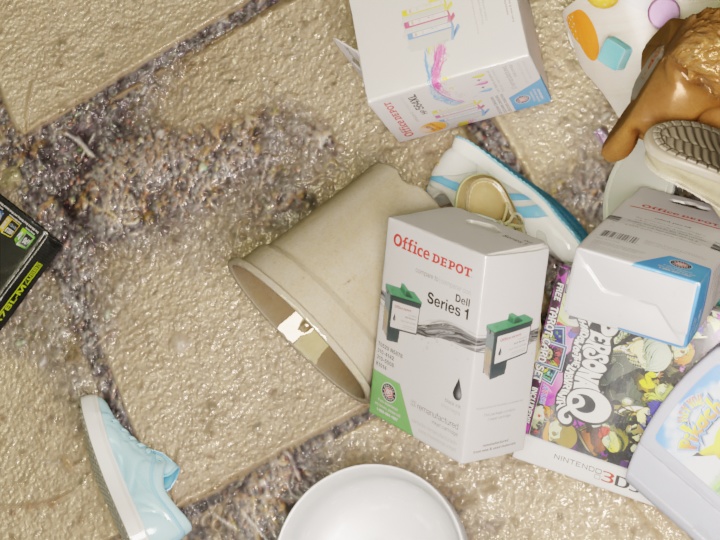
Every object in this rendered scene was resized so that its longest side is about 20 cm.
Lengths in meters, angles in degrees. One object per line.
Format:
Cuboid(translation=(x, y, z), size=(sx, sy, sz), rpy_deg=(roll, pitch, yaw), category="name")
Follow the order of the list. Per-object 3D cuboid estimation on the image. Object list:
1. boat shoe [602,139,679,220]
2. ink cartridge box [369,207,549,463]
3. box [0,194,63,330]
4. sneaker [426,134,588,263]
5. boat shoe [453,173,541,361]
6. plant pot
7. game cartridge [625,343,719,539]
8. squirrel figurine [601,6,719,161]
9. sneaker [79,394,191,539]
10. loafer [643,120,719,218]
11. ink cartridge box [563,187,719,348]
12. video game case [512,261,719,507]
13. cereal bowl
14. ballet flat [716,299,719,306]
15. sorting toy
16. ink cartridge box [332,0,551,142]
Cuboid(translation=(0.284, -0.039, 1.476), size=(0.073, 0.062, 0.201), rpy_deg=(0, 72, 35), category="boat shoe")
Cuboid(translation=(0.088, 0.056, 1.377), size=(0.146, 0.084, 0.201), rpy_deg=(23, 114, 49), category="ink cartridge box")
Cuboid(translation=(-0.473, -0.010, 1.713), size=(0.200, 0.048, 0.193), rpy_deg=(36, 85, 24), category="box")
Cuboid(translation=(0.155, -0.054, 1.518), size=(0.200, 0.076, 0.081), rpy_deg=(39, 100, 28), category="sneaker")
Cuboid(translation=(0.137, -0.001, 1.429), size=(0.073, 0.063, 0.202), rpy_deg=(-3, 77, -13), category="boat shoe")
Cuboid(translation=(0.000, 0.000, 1.496), size=(0.200, 0.201, 0.183), rpy_deg=(40, 78, 23), category="plant pot")
Cuboid(translation=(0.338, 0.149, 1.345), size=(0.133, 0.040, 0.200), rpy_deg=(41, 109, 17), category="game cartridge")
Cuboid(translation=(0.358, -0.156, 1.377), size=(0.186, 0.200, 0.142), rpy_deg=(28, 60, -4), category="squirrel figurine")
Cuboid(translation=(-0.238, 0.212, 1.572), size=(0.082, 0.074, 0.201), rpy_deg=(-17, 61, -20), category="sneaker")
Cuboid(translation=(0.339, -0.073, 1.340), size=(0.199, 0.068, 0.076), rpy_deg=(20, 40, -11), category="loafer")
Cuboid(translation=(0.276, -0.008, 1.358), size=(0.115, 0.200, 0.068), rpy_deg=(18, 116, 22), category="ink cartridge box")
Cuboid(translation=(0.254, 0.112, 1.414), size=(0.180, 0.036, 0.201), rpy_deg=(18, 102, 21), category="video game case")
Cuboid(translation=(0.018, 0.294, 1.448), size=(0.199, 0.083, 0.201), rpy_deg=(-5, 73, 16), category="cereal bowl")
Cuboid(translation=(0.386, 0.001, 1.426), size=(0.199, 0.068, 0.067), rpy_deg=(-30, 38, 21), category="ballet flat")
Cuboid(translation=(0.323, -0.215, 1.507), size=(0.199, 0.107, 0.181), rpy_deg=(-17, 89, 12), category="sorting toy")
Cuboid(translation=(0.083, -0.228, 1.556), size=(0.199, 0.129, 0.126), rpy_deg=(-15, 71, 14), category="ink cartridge box")
